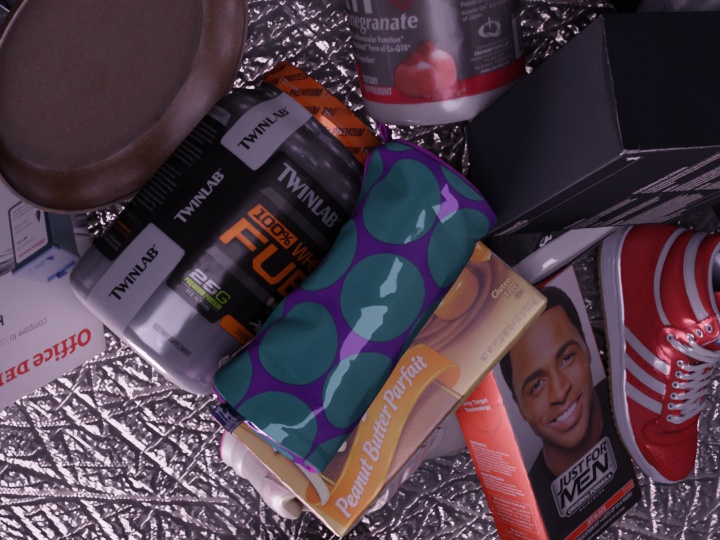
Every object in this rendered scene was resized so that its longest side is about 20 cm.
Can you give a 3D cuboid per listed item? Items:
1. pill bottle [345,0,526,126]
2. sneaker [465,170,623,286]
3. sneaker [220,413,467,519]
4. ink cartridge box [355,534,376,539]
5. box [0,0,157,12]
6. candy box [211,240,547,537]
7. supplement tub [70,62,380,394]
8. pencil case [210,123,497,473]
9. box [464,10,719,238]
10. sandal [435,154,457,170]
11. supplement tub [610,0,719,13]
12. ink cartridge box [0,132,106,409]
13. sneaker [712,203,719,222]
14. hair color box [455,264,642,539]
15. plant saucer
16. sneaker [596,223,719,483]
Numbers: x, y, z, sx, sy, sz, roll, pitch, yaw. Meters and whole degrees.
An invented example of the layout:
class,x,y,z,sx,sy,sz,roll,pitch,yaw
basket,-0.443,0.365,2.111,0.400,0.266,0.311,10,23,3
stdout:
class,x,y,z,sx,sy,sz,roll,pitch,yaw
pill bottle,0.040,-0.201,0.844,0.110,0.111,0.201,-10,111,0
sneaker,0.159,-0.083,0.919,0.199,0.073,0.112,-32,82,-12
sneaker,0.006,0.133,0.958,0.199,0.088,0.082,-11,133,-21
ink cartridge box,-0.060,0.303,1.016,0.199,0.084,0.146,-20,84,4
box,-0.198,-0.245,0.846,0.200,0.046,0.159,33,105,-15
candy box,0.014,0.058,0.868,0.115,0.055,0.200,41,92,10
supplement tub,-0.081,-0.029,0.873,0.122,0.123,0.200,41,87,-17
pencil case,-0.007,0.019,0.804,0.092,0.085,0.200,36,89,15
box,0.160,-0.079,0.768,0.140,0.200,0.079,-7,82,-18
sandal,0.000,0.000,0.945,0.080,0.054,0.201,16,109,-45
supplement tub,0.175,-0.230,0.797,0.122,0.123,0.201,-33,74,9
ink cartridge box,-0.253,-0.018,0.868,0.085,0.146,0.201,8,114,32
sneaker,0.326,-0.095,0.878,0.107,0.068,0.201,-10,155,-31
hair color box,0.128,0.104,0.969,0.101,0.061,0.201,-34,114,-30
plant saucer,-0.154,-0.128,0.831,0.032,0.200,0.201,37,110,29
sneaker,0.235,0.064,0.943,0.071,0.112,0.201,-25,109,-38
